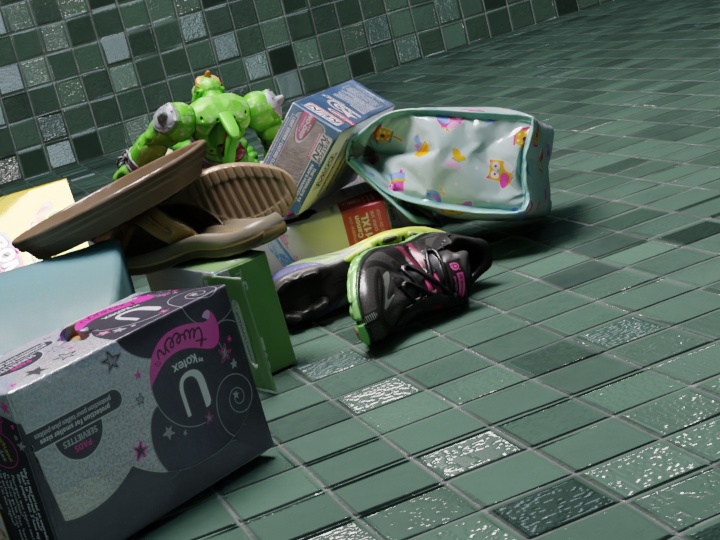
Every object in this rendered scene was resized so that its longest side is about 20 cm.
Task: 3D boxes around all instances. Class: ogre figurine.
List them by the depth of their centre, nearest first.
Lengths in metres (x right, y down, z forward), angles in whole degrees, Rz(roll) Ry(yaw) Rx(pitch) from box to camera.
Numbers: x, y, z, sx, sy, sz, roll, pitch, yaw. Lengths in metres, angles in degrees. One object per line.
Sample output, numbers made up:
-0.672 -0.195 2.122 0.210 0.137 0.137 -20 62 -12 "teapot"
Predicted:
-0.153 -0.139 1.584 0.197 0.099 0.120 6 -34 -16 "ogre figurine"

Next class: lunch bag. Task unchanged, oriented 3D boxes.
0.092 -0.106 1.557 0.197 0.124 0.170 2 1 14 "lunch bag"

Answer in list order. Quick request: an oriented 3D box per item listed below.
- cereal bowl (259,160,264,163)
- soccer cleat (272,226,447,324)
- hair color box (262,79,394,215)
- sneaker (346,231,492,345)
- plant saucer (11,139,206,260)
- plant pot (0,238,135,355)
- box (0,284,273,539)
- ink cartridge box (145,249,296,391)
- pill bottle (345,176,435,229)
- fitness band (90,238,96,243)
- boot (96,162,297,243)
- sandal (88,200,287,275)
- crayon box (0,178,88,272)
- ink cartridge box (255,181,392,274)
-0.162 -0.070 1.783 0.199 0.084 0.200 -32 9 5 "cereal bowl"
-0.001 -0.001 1.460 0.198 0.066 0.084 -17 10 -7 "soccer cleat"
-0.036 -0.132 1.565 0.060 0.101 0.200 31 20 7 "hair color box"
0.053 0.006 1.341 0.083 0.078 0.200 -7 17 35 "sneaker"
-0.224 -0.062 1.373 0.198 0.030 0.200 -27 11 6 "plant saucer"
-0.239 0.081 1.233 0.140 0.143 0.200 -17 17 -8 "plant pot"
-0.177 0.104 1.055 0.114 0.134 0.199 -5 16 44 "box"
-0.114 0.038 1.331 0.059 0.105 0.199 -22 14 -29 "ink cartridge box"
0.034 -0.102 1.737 0.197 0.116 0.114 -12 13 14 "pill bottle"
-0.202 -0.063 1.589 0.143 0.038 0.199 -22 -12 37 "fitness band"
-0.167 -0.054 1.496 0.198 0.073 0.166 -18 3 -11 "boot"
-0.159 -0.037 1.339 0.198 0.055 0.080 -9 14 25 "sandal"
-0.350 0.020 1.519 0.170 0.202 0.059 -18 -31 -11 "crayon box"
-0.067 -0.019 1.572 0.197 0.084 0.146 -16 13 -3 "ink cartridge box"
